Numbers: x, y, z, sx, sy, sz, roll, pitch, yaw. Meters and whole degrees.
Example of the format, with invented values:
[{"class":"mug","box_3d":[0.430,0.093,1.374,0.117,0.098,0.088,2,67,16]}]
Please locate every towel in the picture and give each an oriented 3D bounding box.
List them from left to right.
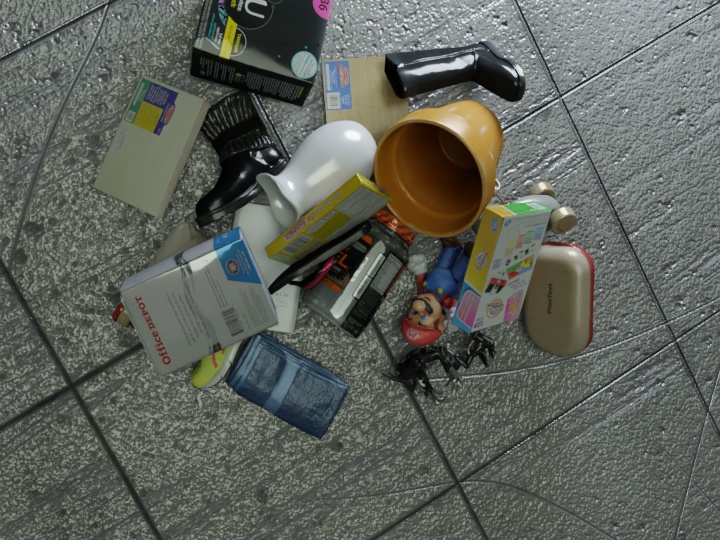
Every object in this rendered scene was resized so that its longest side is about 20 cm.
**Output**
[{"class":"towel","box_3d":[-0.122,0.195,1.523,0.198,0.048,0.113,31,87,-12]}]

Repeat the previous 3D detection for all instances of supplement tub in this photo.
[{"class":"supplement tub","box_3d":[0.000,0.000,1.502,0.121,0.122,0.202,35,85,-11]}]

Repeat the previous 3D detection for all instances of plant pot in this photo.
[{"class":"plant pot","box_3d":[0.148,-0.187,1.480,0.202,0.199,0.183,54,42,-9]}]

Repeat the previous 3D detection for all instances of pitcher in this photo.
[{"class":"pitcher","box_3d":[-0.065,-0.139,1.471,0.120,0.174,0.199,35,60,30]}]

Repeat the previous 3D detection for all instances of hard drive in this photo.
[{"class":"hard drive","box_3d":[-0.161,-0.005,1.517,0.129,0.025,0.205,9,91,-12]}]

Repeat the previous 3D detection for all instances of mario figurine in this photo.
[{"class":"mario figurine","box_3d":[0.129,0.032,1.531,0.105,0.123,0.203,31,80,-19]}]

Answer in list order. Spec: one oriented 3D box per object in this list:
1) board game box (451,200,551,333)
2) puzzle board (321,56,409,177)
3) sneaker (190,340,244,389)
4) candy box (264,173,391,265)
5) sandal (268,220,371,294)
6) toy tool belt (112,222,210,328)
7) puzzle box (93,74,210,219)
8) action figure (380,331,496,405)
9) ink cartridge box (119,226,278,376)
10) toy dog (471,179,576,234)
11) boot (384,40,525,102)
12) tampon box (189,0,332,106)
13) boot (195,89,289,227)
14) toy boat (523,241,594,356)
[{"class":"board game box","box_3d":[0.232,-0.007,1.471,0.151,0.040,0.204,-10,121,-48]},{"class":"puzzle board","box_3d":[0.012,-0.263,1.547,0.147,0.017,0.205,-6,93,-10]},{"class":"sneaker","box_3d":[-0.235,0.101,1.462,0.089,0.078,0.202,26,106,-20]},{"class":"candy box","box_3d":[-0.051,-0.075,1.431,0.199,0.102,0.027,-37,66,19]},{"class":"sandal","box_3d":[-0.061,-0.009,1.429,0.198,0.075,0.046,-31,103,4]},{"class":"toy tool belt","box_3d":[-0.293,0.033,1.444,0.122,0.125,0.202,37,86,-2]},{"class":"puzzle box","box_3d":[-0.334,-0.200,1.441,0.131,0.025,0.203,23,88,21]},{"class":"action figure","box_3d":[0.139,0.172,1.542,0.196,0.119,0.104,-20,79,-17]},{"class":"ink cartridge box","box_3d":[-0.241,0.045,1.356,0.196,0.086,0.149,-23,108,-2]},{"class":"toy dog","box_3d":[0.274,-0.087,1.572,0.195,0.134,0.098,6,134,-6]},{"class":"boot","box_3d":[0.154,-0.322,1.498,0.196,0.166,0.067,-10,128,-20]},{"class":"tampon box","box_3d":[-0.160,-0.376,1.441,0.196,0.126,0.153,13,81,-11]},{"class":"boot","box_3d":[-0.222,-0.181,1.449,0.211,0.079,0.159,-43,104,-37]},{"class":"toy boat","box_3d":[0.366,0.046,1.591,0.129,0.129,0.205,-14,108,-47]}]
